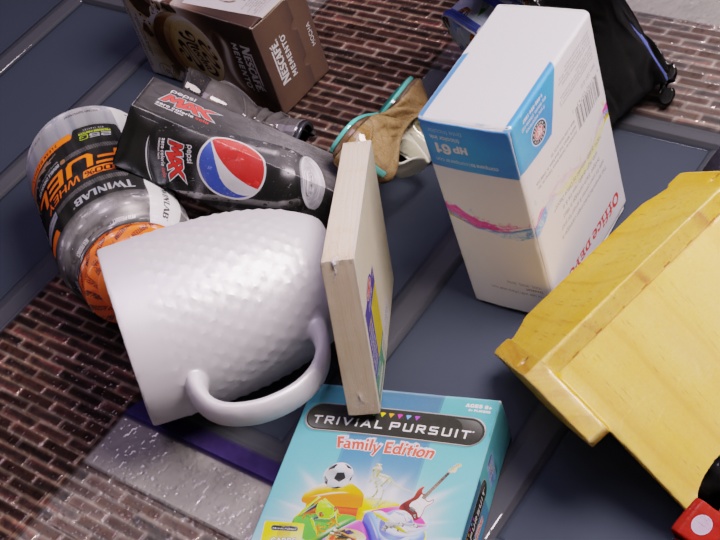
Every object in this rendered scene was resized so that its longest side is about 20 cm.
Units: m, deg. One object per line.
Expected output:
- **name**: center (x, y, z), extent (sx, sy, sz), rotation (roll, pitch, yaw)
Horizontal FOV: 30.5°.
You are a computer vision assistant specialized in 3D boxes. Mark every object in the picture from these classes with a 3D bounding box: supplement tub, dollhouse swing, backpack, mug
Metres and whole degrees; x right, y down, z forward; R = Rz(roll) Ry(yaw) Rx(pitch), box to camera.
- **supplement tub**: center (-0.223, -0.050, 1.182), extent (0.122, 0.123, 0.200), rotation (-26, 44, -7)
- **dollhouse swing**: center (0.237, 0.060, 0.935), extent (0.200, 0.176, 0.182), rotation (-45, 5, 0)
- **backpack**: center (0.166, -0.226, 1.190), extent (0.154, 0.200, 0.191), rotation (-33, 41, 4)
- **mug**: center (-0.095, 0.042, 1.031), extent (0.175, 0.148, 0.200), rotation (-18, 43, -9)

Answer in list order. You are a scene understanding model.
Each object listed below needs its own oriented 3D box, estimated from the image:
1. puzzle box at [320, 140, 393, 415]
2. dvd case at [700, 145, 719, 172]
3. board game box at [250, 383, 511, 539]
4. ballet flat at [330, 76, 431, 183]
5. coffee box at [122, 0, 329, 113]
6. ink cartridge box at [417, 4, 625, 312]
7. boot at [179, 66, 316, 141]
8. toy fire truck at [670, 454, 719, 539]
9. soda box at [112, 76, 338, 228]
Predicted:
- **puzzle box**: center (0.000, 0.000, 1.011), extent (0.025, 0.133, 0.200), rotation (-5, 29, 7)
- **dvd case**: center (0.309, -0.017, 0.970), extent (0.146, 0.022, 0.200), rotation (-58, 40, 25)
- **board game box**: center (0.009, 0.176, 0.932), extent (0.151, 0.047, 0.200), rotation (3, 48, 22)
- **ballet flat**: center (0.035, -0.120, 1.188), extent (0.072, 0.068, 0.200), rotation (40, 25, 1)
- **coffee box**: center (-0.141, -0.248, 1.356), extent (0.200, 0.113, 0.080), rotation (22, 57, 35)
- **ink cartridge box**: center (0.133, -0.084, 1.038), extent (0.085, 0.200, 0.145), rotation (11, 51, 33)
- **boot**: center (-0.113, -0.138, 1.264), extent (0.131, 0.070, 0.200), rotation (22, 6, -8)
- **toy fire truck**: center (0.194, 0.213, 0.753), extent (0.200, 0.176, 0.129), rotation (-47, 49, -7)
- **soda box**: center (-0.107, -0.092, 1.147), extent (0.200, 0.063, 0.071), rotation (22, 30, -4)
